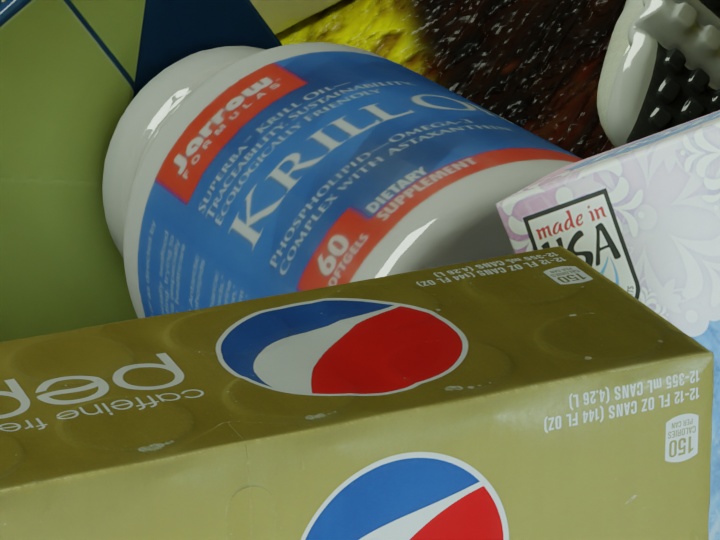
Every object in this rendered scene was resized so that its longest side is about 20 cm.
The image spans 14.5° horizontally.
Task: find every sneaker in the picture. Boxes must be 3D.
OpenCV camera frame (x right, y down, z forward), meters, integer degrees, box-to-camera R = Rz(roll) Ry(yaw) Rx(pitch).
[{"bbox_3d":[0.128,-0.104,0.936,0.081,0.075,0.200,-21,30,54],"label":"sneaker"}]

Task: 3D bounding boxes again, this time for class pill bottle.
[{"bbox_3d":[0.000,0.000,0.779,0.112,0.112,0.200,-45,31,-8],"label":"pill bottle"}]

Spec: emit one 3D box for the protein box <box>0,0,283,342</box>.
[{"bbox_3d":[-0.095,-0.037,0.956,0.135,0.199,0.200,-41,30,-6],"label":"protein box"}]

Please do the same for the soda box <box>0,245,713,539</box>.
[{"bbox_3d":[-0.034,0.049,0.546,0.199,0.064,0.068,-10,23,-22],"label":"soda box"}]

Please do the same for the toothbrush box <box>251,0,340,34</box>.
[{"bbox_3d":[-0.047,-0.188,1.218,0.145,0.086,0.201,-25,32,23],"label":"toothbrush box"}]

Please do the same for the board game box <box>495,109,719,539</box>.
[{"bbox_3d":[0.152,0.044,0.579,0.199,0.200,0.043,-20,2,31],"label":"board game box"}]
